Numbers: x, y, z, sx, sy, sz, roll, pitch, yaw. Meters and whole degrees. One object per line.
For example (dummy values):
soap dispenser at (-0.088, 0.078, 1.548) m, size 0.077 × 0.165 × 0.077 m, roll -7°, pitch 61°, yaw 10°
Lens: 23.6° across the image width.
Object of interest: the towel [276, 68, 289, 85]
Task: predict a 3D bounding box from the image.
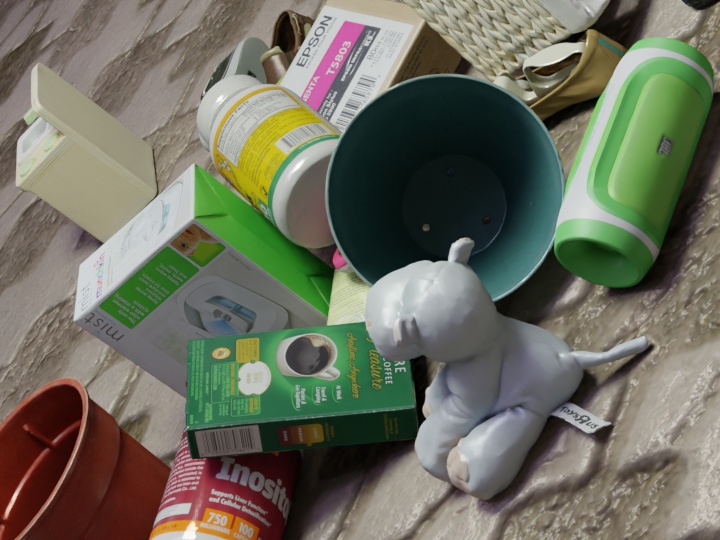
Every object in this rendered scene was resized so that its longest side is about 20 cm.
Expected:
towel at (-0.047, -0.159, 1.898) m, size 0.144 × 0.023 × 0.200 m, roll -51°, pitch 41°, yaw 5°

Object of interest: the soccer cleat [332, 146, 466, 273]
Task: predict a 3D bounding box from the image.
soccer cleat at (0.058, -0.064, 1.611) m, size 0.200 × 0.086 × 0.070 m, roll -51°, pitch 17°, yaw 12°

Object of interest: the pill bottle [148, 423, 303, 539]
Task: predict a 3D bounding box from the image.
pill bottle at (-0.115, 0.189, 1.545) m, size 0.113 × 0.113 × 0.200 m, roll -26°, pitch 38°, yaw 40°

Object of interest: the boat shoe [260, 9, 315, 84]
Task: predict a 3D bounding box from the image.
boat shoe at (-0.091, -0.229, 2.032) m, size 0.075 × 0.075 × 0.202 m, roll -32°, pitch 34°, yaw 33°

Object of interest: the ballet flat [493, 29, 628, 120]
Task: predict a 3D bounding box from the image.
ballet flat at (0.160, -0.171, 1.602) m, size 0.200 × 0.063 × 0.069 m, roll -27°, pitch 39°, yaw 40°

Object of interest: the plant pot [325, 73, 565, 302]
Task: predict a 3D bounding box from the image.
plant pot at (0.078, -0.061, 1.500) m, size 0.200 × 0.200 × 0.135 m, roll -51°, pitch -7°, yaw 2°

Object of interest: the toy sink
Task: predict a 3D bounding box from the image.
toy sink at (-0.376, -0.149, 2.236) m, size 0.112 × 0.200 × 0.130 m, roll -43°, pitch 30°, yaw 16°

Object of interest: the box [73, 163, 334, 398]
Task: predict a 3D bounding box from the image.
box at (-0.149, 0.025, 1.696) m, size 0.176 × 0.200 × 0.097 m, roll -39°, pitch 31°, yaw 22°

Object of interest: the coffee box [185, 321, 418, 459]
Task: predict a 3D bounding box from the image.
coffee box at (-0.052, 0.103, 1.507) m, size 0.200 × 0.044 × 0.123 m, roll -7°, pitch 38°, yaw 0°

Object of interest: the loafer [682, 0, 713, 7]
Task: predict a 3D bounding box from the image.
loafer at (0.340, -0.308, 1.481) m, size 0.200 × 0.072 × 0.073 m, roll -36°, pitch 31°, yaw 26°

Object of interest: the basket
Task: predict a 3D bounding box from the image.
basket at (0.143, -0.320, 1.626) m, size 0.161 × 0.200 × 0.198 m, roll -34°, pitch 19°, yaw 54°

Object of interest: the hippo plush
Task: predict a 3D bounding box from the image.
hippo plush at (0.077, 0.075, 1.339) m, size 0.200 × 0.161 × 0.159 m, roll 3°, pitch 59°, yaw 57°

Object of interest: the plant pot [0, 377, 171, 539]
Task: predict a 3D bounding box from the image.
plant pot at (-0.244, 0.235, 1.598) m, size 0.201 × 0.195 × 0.201 m, roll -37°, pitch 31°, yaw 27°

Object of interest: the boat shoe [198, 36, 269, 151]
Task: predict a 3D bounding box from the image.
boat shoe at (-0.163, -0.206, 2.129) m, size 0.064 × 0.071 × 0.200 m, roll -28°, pitch 29°, yaw 37°

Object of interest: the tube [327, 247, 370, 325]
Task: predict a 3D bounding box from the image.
tube at (0.000, 0.000, 1.669) m, size 0.058 × 0.052 × 0.200 m, roll 96°, pitch 180°, yaw -51°

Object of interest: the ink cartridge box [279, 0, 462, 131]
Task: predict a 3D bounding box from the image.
ink cartridge box at (-0.004, -0.184, 1.803) m, size 0.165 × 0.075 × 0.200 m, roll 21°, pitch 80°, yaw 46°

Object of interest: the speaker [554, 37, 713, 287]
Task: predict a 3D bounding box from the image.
speaker at (0.222, -0.089, 1.391) m, size 0.088 × 0.088 × 0.200 m, roll -11°, pitch 48°, yaw 51°

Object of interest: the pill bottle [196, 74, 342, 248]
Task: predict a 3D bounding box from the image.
pill bottle at (-0.079, -0.115, 1.695) m, size 0.113 × 0.113 × 0.200 m, roll -51°, pitch 46°, yaw 3°
